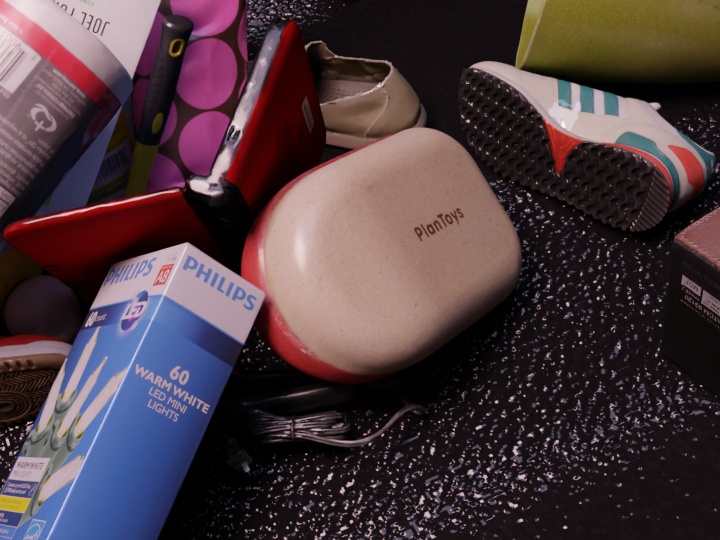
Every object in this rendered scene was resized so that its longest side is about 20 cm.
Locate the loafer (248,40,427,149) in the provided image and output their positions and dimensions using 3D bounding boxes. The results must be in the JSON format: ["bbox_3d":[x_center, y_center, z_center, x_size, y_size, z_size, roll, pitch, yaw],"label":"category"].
[{"bbox_3d":[-0.048,-0.139,0.930,0.199,0.068,0.076,6,47,15],"label":"loafer"}]

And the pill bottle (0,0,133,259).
[{"bbox_3d":[-0.230,-0.063,0.687,0.111,0.111,0.200,33,82,34],"label":"pill bottle"}]

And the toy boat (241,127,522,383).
[{"bbox_3d":[0.000,0.000,0.762,0.200,0.131,0.131,-29,87,-49],"label":"toy boat"}]

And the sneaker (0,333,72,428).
[{"bbox_3d":[-0.276,0.049,0.786,0.199,0.071,0.113,-12,49,1],"label":"sneaker"}]

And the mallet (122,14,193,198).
[{"bbox_3d":[-0.132,-0.080,0.803,0.066,0.200,0.041,2,44,-34],"label":"mallet"}]

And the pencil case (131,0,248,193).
[{"bbox_3d":[-0.119,-0.152,0.874,0.093,0.201,0.091,-7,17,-24],"label":"pencil case"}]

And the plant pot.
[{"bbox_3d":[0.235,-0.212,0.897,0.199,0.187,0.187,15,48,1],"label":"plant pot"}]

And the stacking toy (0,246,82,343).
[{"bbox_3d":[-0.265,-0.012,0.832,0.200,0.146,0.146,37,60,14],"label":"stacking toy"}]

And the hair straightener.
[{"bbox_3d":[-0.060,0.094,0.735,0.199,0.041,0.077,-1,46,2],"label":"hair straightener"}]

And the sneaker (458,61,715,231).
[{"bbox_3d":[0.160,-0.097,0.868,0.093,0.071,0.200,-22,42,-36],"label":"sneaker"}]

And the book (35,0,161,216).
[{"bbox_3d":[-0.215,-0.120,0.768,0.133,0.201,0.048,19,0,-16],"label":"book"}]

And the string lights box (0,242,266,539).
[{"bbox_3d":[-0.134,0.090,0.662,0.103,0.059,0.201,-12,51,54],"label":"string lights box"}]

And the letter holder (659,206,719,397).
[{"bbox_3d":[0.294,0.035,0.685,0.142,0.101,0.200,-30,49,-22],"label":"letter holder"}]

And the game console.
[{"bbox_3d":[-0.108,-0.059,0.756,0.118,0.200,0.173,18,79,7],"label":"game console"}]

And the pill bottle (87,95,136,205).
[{"bbox_3d":[-0.225,-0.146,0.874,0.111,0.200,0.111,-5,45,5],"label":"pill bottle"}]
